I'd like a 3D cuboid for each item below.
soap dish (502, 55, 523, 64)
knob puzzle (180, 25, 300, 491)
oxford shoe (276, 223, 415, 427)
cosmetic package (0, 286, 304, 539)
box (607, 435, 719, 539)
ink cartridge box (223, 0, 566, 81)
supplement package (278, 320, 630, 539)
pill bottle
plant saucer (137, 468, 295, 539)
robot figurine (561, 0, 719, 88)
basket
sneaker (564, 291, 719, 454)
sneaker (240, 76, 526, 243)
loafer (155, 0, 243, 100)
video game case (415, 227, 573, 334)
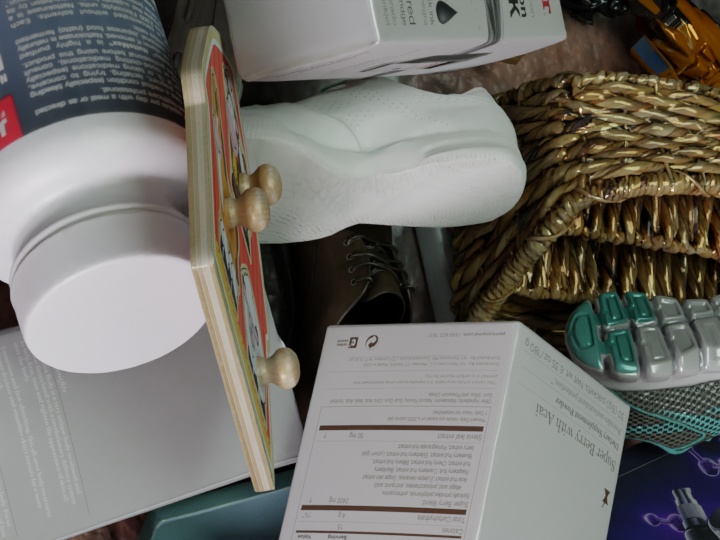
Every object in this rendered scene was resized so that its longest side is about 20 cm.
[{"bbox_3d":[0.028,-0.216,1.464,0.200,0.081,0.158,14,73,-37],"label":"soap dish"},{"bbox_3d":[-0.052,-0.027,1.218,0.030,0.220,0.220,-8,86,4],"label":"knob puzzle"},{"bbox_3d":[0.000,0.000,1.401,0.073,0.084,0.200,10,74,-35],"label":"oxford shoe"},{"bbox_3d":[-0.132,0.071,1.282,0.200,0.090,0.107,-13,90,-42],"label":"cosmetic package"},{"bbox_3d":[0.155,0.180,1.456,0.200,0.079,0.141,-20,56,-39],"label":"box"},{"bbox_3d":[0.013,-0.174,1.297,0.200,0.083,0.147,-11,89,-59],"label":"ink cartridge box"},{"bbox_3d":[0.041,0.139,1.291,0.121,0.120,0.200,36,60,-48],"label":"supplement package"},{"bbox_3d":[-0.136,-0.059,1.229,0.120,0.120,0.200,9,47,-37],"label":"pill bottle"},{"bbox_3d":[-0.039,0.129,1.364,0.200,0.070,0.019,-13,47,-40],"label":"plant saucer"},{"bbox_3d":[0.197,-0.181,1.567,0.145,0.058,0.200,-43,127,9],"label":"robot figurine"},{"bbox_3d":[0.162,-0.019,1.465,0.200,0.143,0.149,11,74,-36],"label":"basket"},{"bbox_3d":[0.197,0.062,1.472,0.200,0.091,0.078,4,44,-18],"label":"sneaker"},{"bbox_3d":[-0.018,-0.068,1.366,0.200,0.075,0.089,1,46,-14],"label":"sneaker"},{"bbox_3d":[-0.096,-0.167,1.333,0.070,0.070,0.200,-13,110,-39],"label":"loafer"},{"bbox_3d":[0.113,-0.001,1.529,0.182,0.024,0.200,-12,90,-39],"label":"video game case"}]
